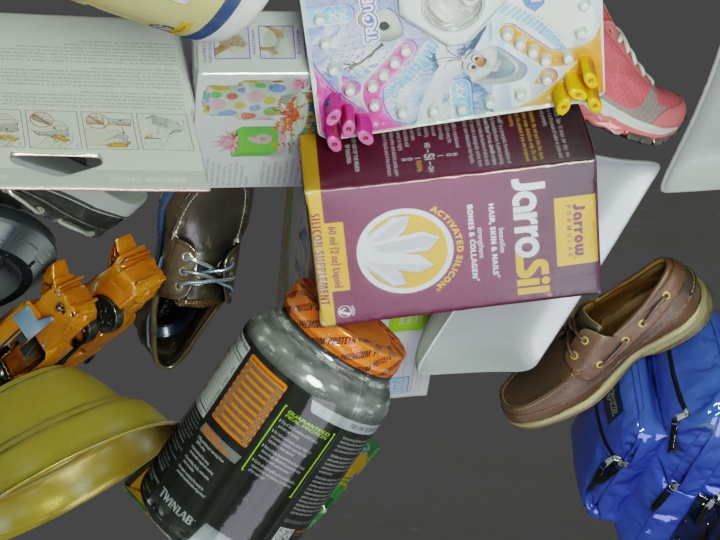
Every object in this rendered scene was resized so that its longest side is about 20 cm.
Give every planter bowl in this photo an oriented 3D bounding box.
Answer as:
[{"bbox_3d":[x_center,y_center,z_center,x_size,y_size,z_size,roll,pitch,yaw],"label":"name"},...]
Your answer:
[{"bbox_3d":[-0.238,0.126,1.665,0.199,0.084,0.200,-28,169,-6],"label":"planter bowl"}]

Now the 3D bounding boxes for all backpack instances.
[{"bbox_3d":[0.281,0.135,1.908,0.167,0.163,0.200,13,133,-23],"label":"backpack"}]

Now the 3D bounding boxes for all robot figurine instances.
[{"bbox_3d":[-0.238,0.051,1.712,0.145,0.058,0.200,-23,169,-48],"label":"robot figurine"}]

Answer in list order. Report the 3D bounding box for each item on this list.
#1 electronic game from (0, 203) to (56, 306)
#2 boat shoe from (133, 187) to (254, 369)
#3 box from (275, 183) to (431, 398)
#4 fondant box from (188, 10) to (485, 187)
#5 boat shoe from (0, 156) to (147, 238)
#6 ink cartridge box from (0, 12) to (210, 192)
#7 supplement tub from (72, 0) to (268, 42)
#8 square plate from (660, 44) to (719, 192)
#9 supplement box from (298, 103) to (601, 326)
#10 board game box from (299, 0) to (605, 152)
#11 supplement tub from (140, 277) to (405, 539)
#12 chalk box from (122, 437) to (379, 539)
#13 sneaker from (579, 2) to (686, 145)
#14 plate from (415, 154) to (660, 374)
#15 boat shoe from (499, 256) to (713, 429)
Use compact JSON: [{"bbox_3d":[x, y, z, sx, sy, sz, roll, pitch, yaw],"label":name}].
[{"bbox_3d":[-0.319,-0.010,1.639,0.198,0.042,0.200,-5,159,-2],"label":"electronic game"},{"bbox_3d":[-0.120,-0.005,1.710,0.072,0.073,0.201,1,137,-21],"label":"boat shoe"},{"bbox_3d":[0.000,0.000,1.727,0.112,0.102,0.201,-5,138,-10],"label":"box"},{"bbox_3d":[-0.022,-0.119,1.592,0.198,0.059,0.145,-2,150,-9],"label":"fondant box"},{"bbox_3d":[-0.242,-0.073,1.604,0.064,0.071,0.199,-39,134,24],"label":"boat shoe"},{"bbox_3d":[-0.209,-0.100,1.503,0.198,0.177,0.045,1,136,-16],"label":"ink cartridge box"},{"bbox_3d":[-0.152,-0.234,1.397,0.199,0.145,0.145,16,131,-29],"label":"supplement tub"},{"bbox_3d":[0.337,-0.142,1.707,0.199,0.029,0.199,-5,139,-20],"label":"square plate"},{"bbox_3d":[0.062,-0.039,1.564,0.198,0.086,0.111,-7,121,0],"label":"supplement box"},{"bbox_3d":[0.061,-0.173,1.477,0.198,0.026,0.201,-9,131,-2],"label":"board game box"},{"bbox_3d":[-0.060,0.113,1.638,0.122,0.123,0.201,26,105,-36],"label":"supplement tub"},{"bbox_3d":[-0.077,0.150,1.819,0.124,0.200,0.124,-43,88,23],"label":"chalk box"},{"bbox_3d":[0.173,-0.149,1.637,0.199,0.074,0.087,11,106,-39],"label":"sneaker"},{"bbox_3d":[0.129,-0.011,1.723,0.199,0.032,0.201,1,122,-60],"label":"plate"},{"bbox_3d":[0.193,0.055,1.870,0.200,0.072,0.068,-35,130,13],"label":"boat shoe"}]
